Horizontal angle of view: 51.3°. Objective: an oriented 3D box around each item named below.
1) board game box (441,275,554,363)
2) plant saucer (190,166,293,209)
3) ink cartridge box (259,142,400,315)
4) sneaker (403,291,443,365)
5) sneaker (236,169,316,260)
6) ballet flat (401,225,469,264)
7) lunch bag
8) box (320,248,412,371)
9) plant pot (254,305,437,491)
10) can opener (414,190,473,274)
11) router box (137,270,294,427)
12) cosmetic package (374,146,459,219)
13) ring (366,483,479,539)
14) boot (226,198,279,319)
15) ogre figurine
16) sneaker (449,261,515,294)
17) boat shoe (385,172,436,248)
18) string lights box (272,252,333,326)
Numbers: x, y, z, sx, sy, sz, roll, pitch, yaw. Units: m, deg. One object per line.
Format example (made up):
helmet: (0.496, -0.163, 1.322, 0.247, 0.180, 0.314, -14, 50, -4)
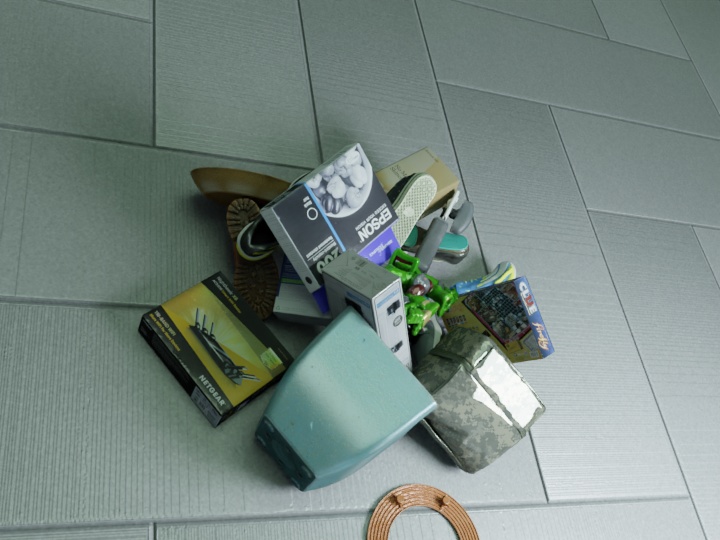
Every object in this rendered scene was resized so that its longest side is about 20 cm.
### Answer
board game box: (0.228, 0.096, 1.295, 0.034, 0.199, 0.136, -22, 91, -36)
plant saucer: (-0.195, -0.132, 1.290, 0.199, 0.200, 0.036, 11, 82, -19)
ink cartridge box: (-0.031, -0.065, 1.183, 0.198, 0.043, 0.201, -41, 112, -29)
sneaker: (0.077, 0.079, 1.329, 0.120, 0.084, 0.201, 16, 46, -21)
sneaker: (-0.110, -0.087, 1.194, 0.200, 0.085, 0.075, -44, 99, -8)
ballet flat: (0.108, -0.050, 1.438, 0.198, 0.069, 0.068, 17, 53, 0)
lunch bag: (0.173, 0.213, 1.224, 0.168, 0.139, 0.200, -46, 110, -16)
box: (0.012, 0.079, 1.160, 0.060, 0.201, 0.116, -37, 48, -28)
plant pot: (-0.044, 0.214, 1.121, 0.200, 0.196, 0.197, -36, 78, -28)
can opener: (0.156, -0.065, 1.383, 0.066, 0.053, 0.201, 24, 58, 6)
router box: (-0.224, 0.119, 1.177, 0.200, 0.052, 0.157, 48, 51, 10)
cosmetic package: (0.077, -0.142, 1.407, 0.199, 0.071, 0.105, -31, 69, -27)
ring: (0.103, 0.426, 1.152, 0.199, 0.019, 0.202, 13, 55, -18)
boot: (-0.179, -0.017, 1.277, 0.074, 0.107, 0.202, -8, 88, -5)
ogre figurine: (0.086, 0.031, 1.248, 0.120, 0.098, 0.200, 40, 44, 17)
sneaker: (0.226, 0.036, 1.439, 0.105, 0.076, 0.201, 33, 51, -1)
boat shoe: (0.052, -0.088, 1.294, 0.075, 0.062, 0.200, 41, 86, -27)
string lights box: (-0.075, -0.014, 1.251, 0.102, 0.059, 0.202, 7, 72, 7)
